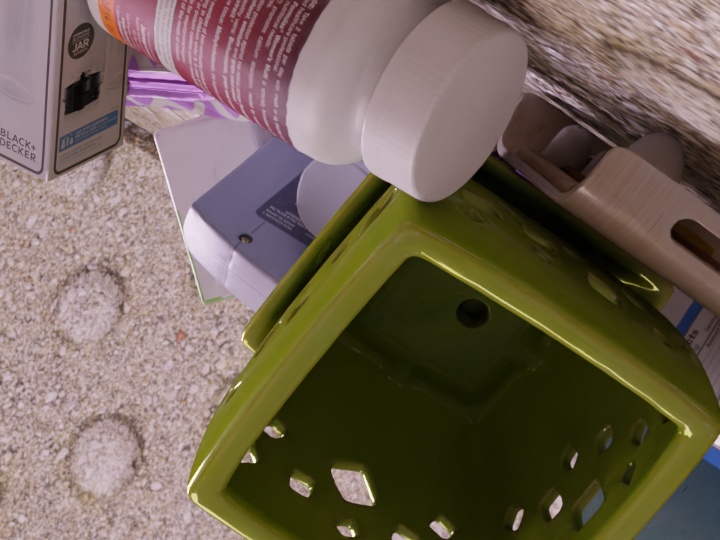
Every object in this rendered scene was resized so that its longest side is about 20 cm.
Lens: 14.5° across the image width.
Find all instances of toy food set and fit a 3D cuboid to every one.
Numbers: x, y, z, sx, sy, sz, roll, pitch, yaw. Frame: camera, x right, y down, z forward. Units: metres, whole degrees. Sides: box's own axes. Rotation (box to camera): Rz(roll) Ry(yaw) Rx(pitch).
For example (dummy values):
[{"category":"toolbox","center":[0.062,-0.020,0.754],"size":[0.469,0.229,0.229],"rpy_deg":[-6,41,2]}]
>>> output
[{"category":"toy food set","center":[0.156,-0.032,1.428],"size":[0.143,0.061,0.200],"rpy_deg":[34,-174,-14]}]

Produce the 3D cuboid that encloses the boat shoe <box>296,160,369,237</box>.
[{"category":"boat shoe","center":[0.047,-0.005,1.610],"size":[0.200,0.069,0.056],"rpy_deg":[40,-162,31]}]

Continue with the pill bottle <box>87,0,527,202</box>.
[{"category":"pill bottle","center":[-0.026,-0.119,1.345],"size":[0.199,0.110,0.110],"rpy_deg":[32,177,23]}]

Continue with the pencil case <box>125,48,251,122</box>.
[{"category":"pencil case","center":[-0.070,-0.116,1.483],"size":[0.198,0.086,0.084],"rpy_deg":[4,124,15]}]

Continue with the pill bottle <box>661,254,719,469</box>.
[{"category":"pill bottle","center":[0.209,0.051,1.567],"size":[0.199,0.113,0.112],"rpy_deg":[33,177,19]}]

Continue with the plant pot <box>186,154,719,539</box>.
[{"category":"plant pot","center":[0.048,0.052,1.442],"size":[0.199,0.199,0.182],"rpy_deg":[33,-155,-14]}]

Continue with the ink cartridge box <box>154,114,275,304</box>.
[{"category":"ink cartridge box","center":[-0.068,-0.051,1.853],"size":[0.200,0.067,0.118],"rpy_deg":[-30,-76,-78]}]

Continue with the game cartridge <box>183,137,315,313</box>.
[{"category":"game cartridge","center":[0.000,0.000,1.673],"size":[0.199,0.133,0.042],"rpy_deg":[32,135,15]}]

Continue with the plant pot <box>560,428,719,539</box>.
[{"category":"plant pot","center":[0.209,0.111,1.686],"size":[0.141,0.201,0.141],"rpy_deg":[32,178,18]}]

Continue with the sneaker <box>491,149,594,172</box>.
[{"category":"sneaker","center":[0.100,-0.041,1.637],"size":[0.083,0.081,0.200],"rpy_deg":[43,177,9]}]

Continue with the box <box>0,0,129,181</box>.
[{"category":"box","center":[-0.171,-0.160,1.405],"size":[0.116,0.201,0.060],"rpy_deg":[25,-145,30]}]
